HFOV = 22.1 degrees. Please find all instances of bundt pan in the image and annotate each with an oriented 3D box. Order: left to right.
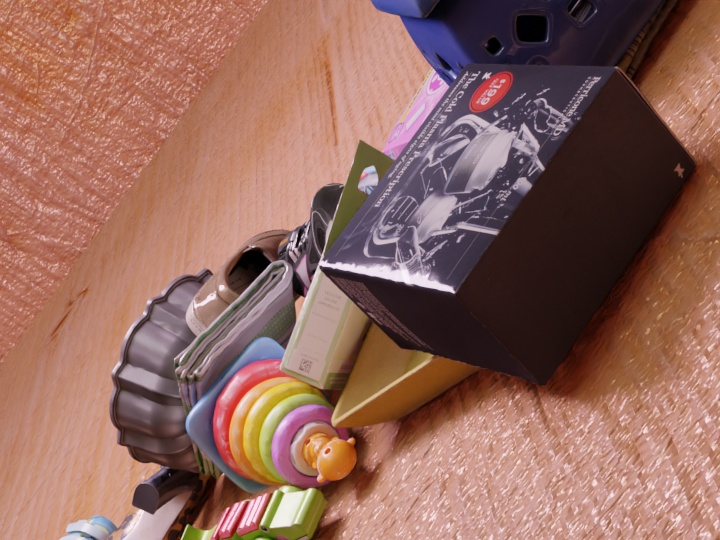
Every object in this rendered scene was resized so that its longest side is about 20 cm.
[{"bbox_3d":[-0.146,0.105,1.782,0.075,0.202,0.203,20,72,33],"label":"bundt pan"}]

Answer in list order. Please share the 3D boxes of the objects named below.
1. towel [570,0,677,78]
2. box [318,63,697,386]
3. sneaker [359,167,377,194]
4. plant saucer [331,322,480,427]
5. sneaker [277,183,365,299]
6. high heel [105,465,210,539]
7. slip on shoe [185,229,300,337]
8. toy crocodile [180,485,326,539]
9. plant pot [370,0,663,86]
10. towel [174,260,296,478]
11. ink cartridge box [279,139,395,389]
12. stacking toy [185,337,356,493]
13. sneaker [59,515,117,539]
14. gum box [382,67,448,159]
[{"bbox_3d":[0.190,-0.164,1.565,0.201,0.034,0.192,-57,17,-14],"label":"towel"},{"bbox_3d":[0.101,-0.040,1.300,0.201,0.104,0.182,-54,30,-15],"label":"box"},{"bbox_3d":[0.006,-0.028,1.795,0.200,0.079,0.096,132,152,-53],"label":"sneaker"},{"bbox_3d":[0.073,0.028,1.471,0.200,0.048,0.201,-36,24,50],"label":"plant saucer"},{"bbox_3d":[-0.038,-0.013,1.672,0.201,0.086,0.081,87,-154,-58],"label":"sneaker"},{"bbox_3d":[-0.214,0.276,1.876,0.201,0.071,0.142,-64,-12,20],"label":"high heel"},{"bbox_3d":[-0.095,0.003,1.740,0.061,0.076,0.200,-55,-9,33],"label":"slip on shoe"},{"bbox_3d":[-0.089,0.217,1.546,0.200,0.062,0.068,-30,29,58],"label":"toy crocodile"},{"bbox_3d":[0.125,-0.244,1.531,0.200,0.179,0.200,-52,17,0],"label":"plant pot"},{"bbox_3d":[-0.103,0.096,1.697,0.149,0.031,0.201,-45,-26,-24],"label":"towel"},{"bbox_3d":[0.000,0.000,1.566,0.145,0.048,0.201,17,-85,-76],"label":"ink cartridge box"},{"bbox_3d":[-0.050,0.141,1.552,0.116,0.110,0.200,-48,24,-12],"label":"stacking toy"},{"bbox_3d":[-0.300,0.315,1.937,0.131,0.079,0.200,-58,5,-13],"label":"sneaker"},{"bbox_3d":[0.108,-0.175,1.764,0.201,0.066,0.113,-60,16,-16],"label":"gum box"}]
